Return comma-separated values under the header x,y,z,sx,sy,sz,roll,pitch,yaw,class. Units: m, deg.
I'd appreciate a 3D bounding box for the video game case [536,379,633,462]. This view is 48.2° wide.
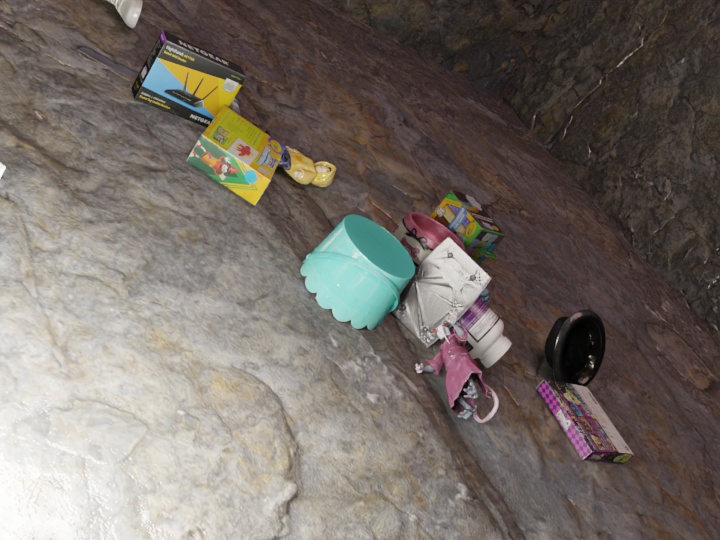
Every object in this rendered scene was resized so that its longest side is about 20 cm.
x,y,z,sx,sy,sz,roll,pitch,yaw,class
0.511,0.343,1.832,0.180,0.036,0.201,15,35,-41,video game case

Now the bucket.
x,y,z,sx,sy,sz,roll,pitch,yaw,class
0.000,0.000,1.578,0.206,0.135,0.208,31,26,-17,bucket

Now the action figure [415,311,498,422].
x,y,z,sx,sy,sz,roll,pitch,yaw,class
0.196,0.174,1.564,0.148,0.134,0.201,23,32,-32,action figure

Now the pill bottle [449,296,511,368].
x,y,z,sx,sy,sz,roll,pitch,yaw,class
0.229,0.110,1.731,0.200,0.112,0.112,47,25,3,pill bottle

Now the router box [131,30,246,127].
x,y,z,sx,sy,sz,roll,pitch,yaw,class
-0.366,-0.402,1.722,0.198,0.150,0.051,16,32,-40,router box

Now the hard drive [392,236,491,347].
x,y,z,sx,sy,sz,roll,pitch,yaw,class
0.163,0.044,1.657,0.135,0.200,0.042,44,17,9,hard drive

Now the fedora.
x,y,z,sx,sy,sz,roll,pitch,yaw,class
0.508,0.187,1.960,0.199,0.203,0.091,20,-1,-35,fedora

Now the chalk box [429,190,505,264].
x,y,z,sx,sy,sz,roll,pitch,yaw,class
0.289,-0.094,2.150,0.124,0.124,0.201,10,39,-48,chalk box

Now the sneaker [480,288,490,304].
x,y,z,sx,sy,sz,roll,pitch,yaw,class
0.260,0.040,1.916,0.198,0.096,0.080,10,37,-46,sneaker

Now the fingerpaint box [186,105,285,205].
x,y,z,sx,sy,sz,roll,pitch,yaw,class
-0.258,-0.246,1.702,0.166,0.074,0.201,32,26,-13,fingerpaint box

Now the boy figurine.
x,y,z,sx,sy,sz,roll,pitch,yaw,class
-0.144,-0.246,1.874,0.198,0.065,0.125,23,27,-26,boy figurine

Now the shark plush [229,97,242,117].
x,y,z,sx,sy,sz,roll,pitch,yaw,class
-0.329,-0.367,1.862,0.201,0.090,0.084,51,39,-25,shark plush

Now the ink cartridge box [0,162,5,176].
x,y,z,sx,sy,sz,roll,pitch,yaw,class
-0.500,-0.046,0.889,0.084,0.201,0.145,35,25,-6,ink cartridge box

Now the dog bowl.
x,y,z,sx,sy,sz,roll,pitch,yaw,class
0.170,-0.066,1.968,0.198,0.074,0.201,28,21,-12,dog bowl

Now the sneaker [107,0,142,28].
x,y,z,sx,sy,sz,roll,pitch,yaw,class
-0.589,-0.648,1.923,0.114,0.074,0.201,19,22,-33,sneaker
